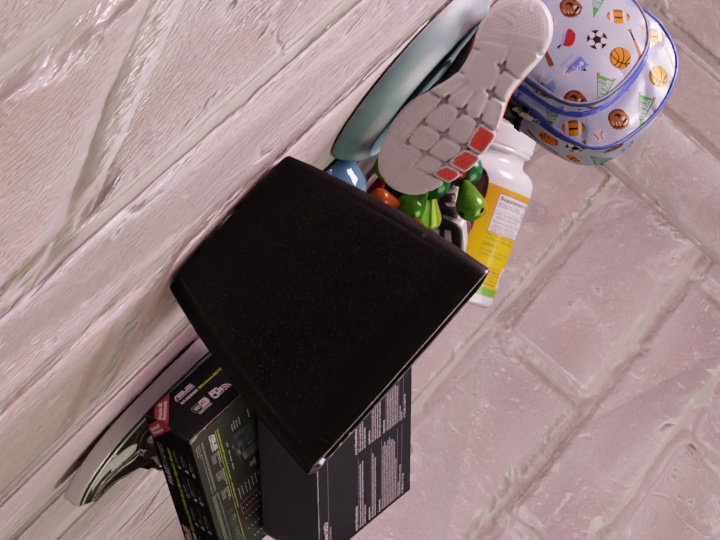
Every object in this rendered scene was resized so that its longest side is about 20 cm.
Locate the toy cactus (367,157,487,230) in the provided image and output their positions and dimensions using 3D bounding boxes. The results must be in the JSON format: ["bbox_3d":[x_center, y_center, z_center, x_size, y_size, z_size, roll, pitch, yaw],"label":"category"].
[{"bbox_3d":[0.066,-0.107,1.617,0.165,0.102,0.200,-65,-163,2],"label":"toy cactus"}]

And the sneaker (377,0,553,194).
[{"bbox_3d":[0.094,-0.146,1.506,0.200,0.077,0.082,-48,-178,6],"label":"sneaker"}]

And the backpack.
[{"bbox_3d":[0.217,-0.206,1.735,0.200,0.190,0.154,-49,179,-4],"label":"backpack"}]

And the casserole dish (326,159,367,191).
[{"bbox_3d":[-0.040,-0.043,1.651,0.121,0.039,0.200,-47,176,-12],"label":"casserole dish"}]

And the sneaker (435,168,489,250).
[{"bbox_3d":[0.089,-0.116,1.762,0.116,0.076,0.200,-54,151,-53],"label":"sneaker"}]

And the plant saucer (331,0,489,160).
[{"bbox_3d":[0.050,-0.167,1.536,0.200,0.027,0.200,-48,176,-4],"label":"plant saucer"}]

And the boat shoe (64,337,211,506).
[{"bbox_3d":[-0.194,0.153,1.652,0.200,0.064,0.071,-47,175,-16],"label":"boat shoe"}]

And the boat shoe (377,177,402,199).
[{"bbox_3d":[0.042,-0.040,1.906,0.068,0.072,0.200,-30,145,-53],"label":"boat shoe"}]

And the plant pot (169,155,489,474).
[{"bbox_3d":[-0.035,0.026,1.368,0.200,0.177,0.200,-49,177,-4],"label":"plant pot"}]

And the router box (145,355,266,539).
[{"bbox_3d":[-0.113,0.165,1.661,0.150,0.062,0.200,-42,141,-30],"label":"router box"}]

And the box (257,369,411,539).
[{"bbox_3d":[-0.023,0.154,1.650,0.141,0.079,0.200,-37,139,-41],"label":"box"}]

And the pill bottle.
[{"bbox_3d":[0.125,-0.068,1.956,0.111,0.111,0.200,5,105,-85],"label":"pill bottle"}]
